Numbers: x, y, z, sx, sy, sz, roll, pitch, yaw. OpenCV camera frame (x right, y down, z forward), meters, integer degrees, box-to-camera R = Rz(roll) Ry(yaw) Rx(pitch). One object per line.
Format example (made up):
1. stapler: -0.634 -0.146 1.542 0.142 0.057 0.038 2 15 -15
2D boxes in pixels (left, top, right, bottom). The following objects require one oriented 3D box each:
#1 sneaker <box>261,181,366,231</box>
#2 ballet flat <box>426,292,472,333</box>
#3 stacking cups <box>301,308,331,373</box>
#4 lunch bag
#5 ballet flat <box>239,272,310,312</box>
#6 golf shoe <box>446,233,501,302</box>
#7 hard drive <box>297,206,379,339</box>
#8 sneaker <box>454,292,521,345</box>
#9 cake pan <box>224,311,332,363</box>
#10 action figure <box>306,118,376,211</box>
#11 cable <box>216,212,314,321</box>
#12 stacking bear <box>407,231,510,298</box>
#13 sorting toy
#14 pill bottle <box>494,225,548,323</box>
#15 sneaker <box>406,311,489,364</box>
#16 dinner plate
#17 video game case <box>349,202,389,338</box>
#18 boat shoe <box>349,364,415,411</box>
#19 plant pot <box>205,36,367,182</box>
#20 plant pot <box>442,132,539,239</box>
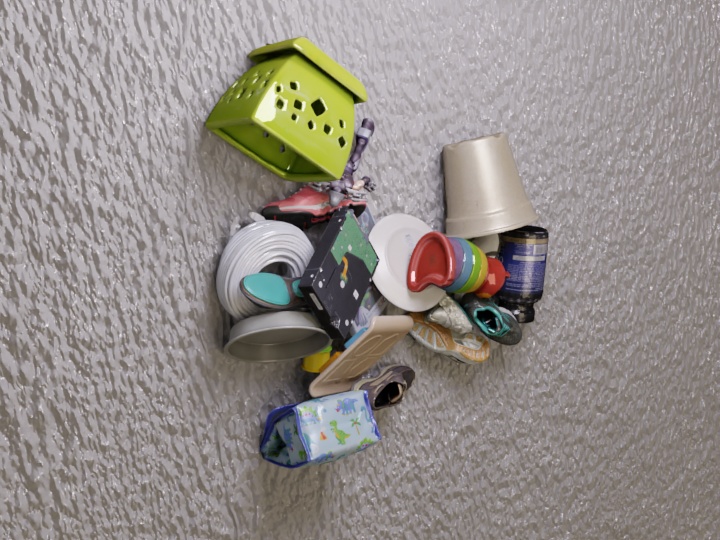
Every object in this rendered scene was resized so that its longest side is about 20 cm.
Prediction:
1. sneaker: -0.092 -0.130 1.649 0.197 0.074 0.088 -9 64 -16
2. ballet flat: 0.144 0.062 1.798 0.072 0.072 0.201 -41 94 -17
3. stacking cups: -0.076 0.093 1.696 0.060 0.060 0.203 -3 107 -31
4. lunch bag: -0.084 0.309 1.682 0.168 0.200 0.129 -8 72 -30
5. ballet flat: -0.137 0.045 1.563 0.198 0.073 0.074 -1 102 -39
6. golf shoe: 0.219 -0.021 1.850 0.094 0.077 0.201 43 77 -31
7. hard drive: -0.036 0.003 1.581 0.140 0.037 0.201 59 41 -37
8. sneaker: 0.272 0.109 1.828 0.078 0.092 0.199 -44 122 14
9. cake pan: -0.149 0.121 1.605 0.198 0.200 0.037 7 63 -32
10. action figure: -0.026 -0.194 1.623 0.129 0.069 0.202 19 65 -7
11. cable: -0.166 0.009 1.610 0.198 0.069 0.202 14 102 -37
12. stacking bear: 0.203 -0.001 1.723 0.198 0.121 0.115 15 71 -38
13. sorting toy: 0.000 0.159 1.702 0.200 0.037 0.185 -49 159 17
14. pill bottle: 0.344 0.006 1.913 0.111 0.111 0.203 -3 103 -31
15. sneaker: 0.171 0.153 1.865 0.198 0.088 0.076 26 65 -11
16. dinner plate: 0.100 -0.020 1.739 0.198 0.024 0.203 13 65 -29
17. video game case: 0.000 0.000 1.707 0.182 0.023 0.202 -50 125 -44
18. boat shoe: 0.057 0.246 1.789 0.199 0.073 0.076 -19 118 -50
19. plant pot: -0.118 -0.280 1.518 0.199 0.198 0.183 31 78 -32
20. plant pot: 0.247 -0.175 1.778 0.198 0.200 0.186 -16 99 -27
